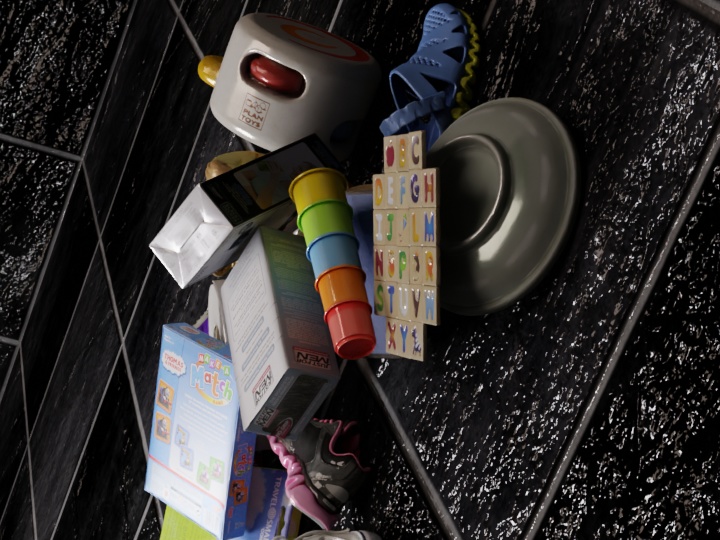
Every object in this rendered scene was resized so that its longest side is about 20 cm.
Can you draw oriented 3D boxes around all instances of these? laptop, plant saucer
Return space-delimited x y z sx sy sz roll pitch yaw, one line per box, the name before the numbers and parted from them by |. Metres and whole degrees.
laptop | 0.015 -0.010 1.472 0.200 0.103 0.177 127 151 -75
plant saucer | 0.100 -0.062 1.327 0.200 0.050 0.200 -19 62 42

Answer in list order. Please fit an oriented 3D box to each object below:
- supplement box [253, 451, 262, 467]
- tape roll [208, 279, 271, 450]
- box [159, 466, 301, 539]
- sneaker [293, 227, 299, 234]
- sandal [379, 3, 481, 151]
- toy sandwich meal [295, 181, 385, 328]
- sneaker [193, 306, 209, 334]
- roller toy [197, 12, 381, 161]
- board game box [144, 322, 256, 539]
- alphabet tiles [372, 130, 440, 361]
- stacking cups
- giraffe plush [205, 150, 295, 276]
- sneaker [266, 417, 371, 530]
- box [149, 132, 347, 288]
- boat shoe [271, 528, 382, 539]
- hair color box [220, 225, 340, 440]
supplement box | -0.166 0.241 1.873 0.200 0.061 0.109 -93 27 -43
tape roll | -0.131 0.110 1.768 0.202 0.071 0.203 175 90 -80
box | -0.138 0.280 1.705 0.200 0.048 0.122 -1 74 41
sneaker | -0.043 0.012 1.717 0.099 0.071 0.200 -117 41 -59
sandal | 0.069 -0.191 1.544 0.079 0.087 0.200 134 148 -55
toy sandwich meal | 0.000 0.000 1.598 0.205 0.070 0.205 -16 63 34
sneaker | -0.179 0.093 1.938 0.100 0.070 0.200 -11 42 56
roller toy | -0.081 -0.211 1.797 0.140 0.200 0.182 -68 27 18
board game box | -0.174 0.175 1.676 0.151 0.037 0.200 23 111 44
alphabet tiles | 0.040 -0.022 1.354 0.166 0.006 0.200 -173 83 -72
stacking cups | -0.027 -0.007 1.467 0.061 0.060 0.200 -54 36 42
giraffe plush | -0.113 -0.056 1.841 0.200 0.173 0.162 -101 22 -58
sneaker | -0.037 0.186 1.590 0.095 0.079 0.200 -47 27 9
box | -0.117 -0.066 1.611 0.200 0.060 0.117 -30 -12 -48
boat shoe | -0.050 0.290 1.501 0.202 0.086 0.075 151 131 -63
hair color box | -0.084 0.061 1.529 0.099 0.061 0.200 -56 32 34
